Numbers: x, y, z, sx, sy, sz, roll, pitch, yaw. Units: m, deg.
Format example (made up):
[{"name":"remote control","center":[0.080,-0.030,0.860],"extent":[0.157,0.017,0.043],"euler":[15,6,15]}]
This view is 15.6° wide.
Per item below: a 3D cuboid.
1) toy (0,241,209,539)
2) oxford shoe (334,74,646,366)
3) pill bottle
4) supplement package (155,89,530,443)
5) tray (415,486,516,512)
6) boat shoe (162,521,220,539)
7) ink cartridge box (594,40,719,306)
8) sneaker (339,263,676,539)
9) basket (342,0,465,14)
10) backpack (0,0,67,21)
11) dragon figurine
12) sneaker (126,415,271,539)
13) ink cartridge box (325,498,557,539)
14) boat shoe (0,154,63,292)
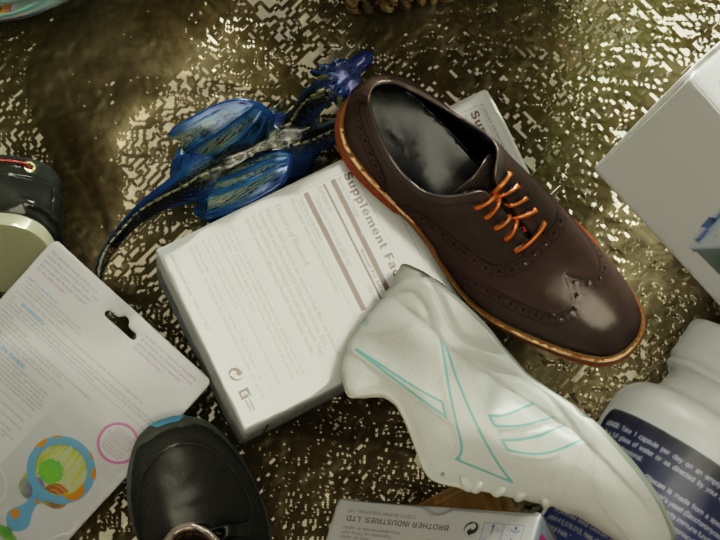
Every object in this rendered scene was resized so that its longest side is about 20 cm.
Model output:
[{"name":"toy","center":[-0.190,0.093,1.442],"extent":[0.115,0.047,0.200],"euler":[42,92,-6]},{"name":"oxford shoe","center":[0.068,-0.024,1.350],"extent":[0.200,0.073,0.071],"euler":[39,80,0]},{"name":"pill bottle","center":[0.163,0.131,1.430],"extent":[0.111,0.111,0.200],"euler":[33,83,1]},{"name":"supplement package","center":[0.000,0.000,1.436],"extent":[0.199,0.114,0.110],"euler":[-26,86,-8]},{"name":"tray","center":[0.057,0.206,1.350],"extent":[0.098,0.037,0.201],"euler":[-28,48,9]},{"name":"boat shoe","center":[-0.083,0.219,1.292],"extent":[0.071,0.060,0.201],"euler":[-1,51,-1]},{"name":"ink cartridge box","center":[0.242,-0.029,1.429],"extent":[0.200,0.146,0.086],"euler":[46,122,4]},{"name":"sneaker","center":[0.075,0.088,1.353],"extent":[0.200,0.070,0.080],"euler":[41,88,2]},{"name":"basket","center":[0.056,-0.232,1.422],"extent":[0.148,0.200,0.144],"euler":[-7,82,-1]},{"name":"backpack","center":[-0.173,-0.227,1.447],"extent":[0.200,0.127,0.167],"euler":[-38,90,-3]},{"name":"dragon figurine","center":[-0.069,-0.060,1.446],"extent":[0.199,0.099,0.059],"euler":[-25,85,-5]},{"name":"sneaker","center":[-0.074,0.176,1.408],"extent":[0.073,0.082,0.201],"euler":[-15,99,-7]},{"name":"ink cartridge box","center":[0.018,0.213,1.316],"extent":[0.119,0.042,0.201],"euler":[2,56,29]},{"name":"boat shoe","center":[-0.262,-0.025,1.454],"extent":[0.200,0.074,0.063],"euler":[-2,47,7]}]
